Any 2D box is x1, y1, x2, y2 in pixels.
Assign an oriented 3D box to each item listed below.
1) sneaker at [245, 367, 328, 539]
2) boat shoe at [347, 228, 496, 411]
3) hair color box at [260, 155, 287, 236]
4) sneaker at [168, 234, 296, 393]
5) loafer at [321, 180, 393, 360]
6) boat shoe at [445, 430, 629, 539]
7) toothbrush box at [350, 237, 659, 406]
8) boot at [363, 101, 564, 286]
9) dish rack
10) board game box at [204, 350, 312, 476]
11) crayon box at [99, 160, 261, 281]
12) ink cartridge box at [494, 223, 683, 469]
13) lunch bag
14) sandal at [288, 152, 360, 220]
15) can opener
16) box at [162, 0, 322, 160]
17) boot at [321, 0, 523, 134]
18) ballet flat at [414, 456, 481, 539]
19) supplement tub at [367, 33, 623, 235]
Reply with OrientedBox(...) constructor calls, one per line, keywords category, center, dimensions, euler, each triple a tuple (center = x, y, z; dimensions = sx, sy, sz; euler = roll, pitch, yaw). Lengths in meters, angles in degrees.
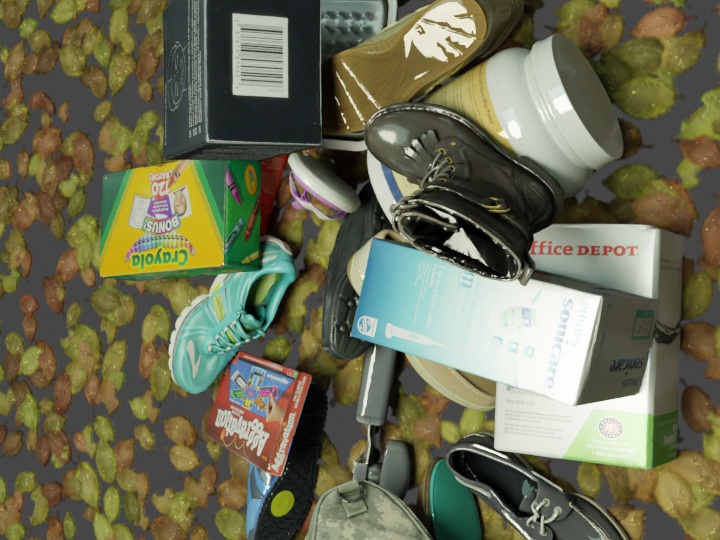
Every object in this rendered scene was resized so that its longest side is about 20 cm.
OrientedBox(category="sneaker", center=(-0.092, 0.203, 1.135), dimensions=(0.078, 0.066, 0.201), euler=(19, 98, 48))
OrientedBox(category="boat shoe", center=(0.073, 0.047, 0.984), dimensions=(0.200, 0.072, 0.065), euler=(49, 138, 0))
OrientedBox(category="hair color box", center=(-0.147, -0.107, 1.189), dimensions=(0.101, 0.061, 0.201), euler=(21, 99, 33))
OrientedBox(category="sneaker", center=(-0.140, 0.053, 1.140), dimensions=(0.201, 0.077, 0.080), euler=(-55, 36, 9))
OrientedBox(category="loafer", center=(0.000, 0.000, 1.052), dimensions=(0.070, 0.068, 0.202), euler=(-24, 44, 53))
OrientedBox(category="boat shoe", center=(0.158, 0.221, 0.956), dimensions=(0.200, 0.063, 0.073), euler=(37, 107, 30))
OrientedBox(category="toothbrush box", center=(0.117, 0.038, 0.842), dimensions=(0.199, 0.146, 0.086), euler=(17, 96, 33))
OrientedBox(category="boot", center=(0.064, -0.065, 0.813), dimensions=(0.199, 0.174, 0.070), euler=(26, 117, 16))
OrientedBox(category="dish rack", center=(-0.051, -0.212, 1.078), dimensions=(0.199, 0.043, 0.173), euler=(8, 94, 26))
OrientedBox(category="board game box", center=(-0.112, 0.144, 1.106), dimensions=(0.200, 0.019, 0.104), euler=(5, 78, 64))
OrientedBox(category="crayon box", center=(-0.199, -0.054, 1.146), dimensions=(0.199, 0.058, 0.120), euler=(-5, 82, 37))
OrientedBox(category="ink cartridge box", center=(0.201, 0.063, 0.924), dimensions=(0.145, 0.084, 0.202), euler=(2, 88, 34))
OrientedBox(category="lunch bag", center=(0.012, 0.311, 0.968), dimensions=(0.168, 0.138, 0.201), euler=(-112, 14, -44))
OrientedBox(category="sandal", center=(-0.043, -0.077, 1.047), dimensions=(0.082, 0.203, 0.050), euler=(37, 96, -3))
OrientedBox(category="can opener", center=(0.029, 0.141, 1.068), dimensions=(0.066, 0.053, 0.201), euler=(10, 92, 2))
OrientedBox(category="box", center=(-0.115, -0.182, 0.971), dimensions=(0.200, 0.106, 0.150), euler=(-174, 84, -69))
OrientedBox(category="boot", center=(0.051, -0.199, 0.975), dimensions=(0.199, 0.155, 0.073), euler=(-29, 96, 30))
OrientedBox(category="ballet flat", center=(0.089, 0.284, 1.008), dimensions=(0.072, 0.068, 0.201), euler=(-37, 70, 48))
OrientedBox(category="supplement tub", center=(0.121, -0.112, 0.954), dimensions=(0.199, 0.144, 0.145), euler=(-27, 72, 30))
